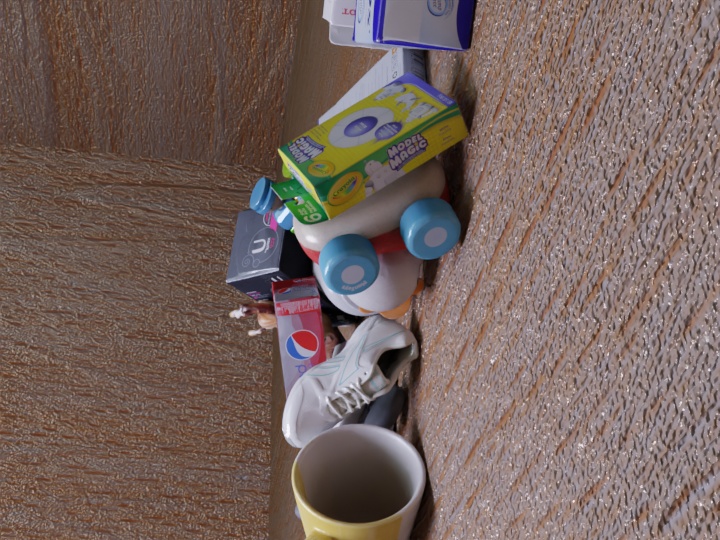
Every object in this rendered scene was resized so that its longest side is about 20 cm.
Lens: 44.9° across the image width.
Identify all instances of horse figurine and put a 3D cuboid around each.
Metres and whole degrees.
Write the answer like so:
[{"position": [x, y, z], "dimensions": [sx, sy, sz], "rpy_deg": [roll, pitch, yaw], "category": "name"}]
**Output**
[{"position": [-0.104, 0.081, 1.290], "dimensions": [0.132, 0.198, 0.050], "rpy_deg": [-28, 47, 57], "category": "horse figurine"}]

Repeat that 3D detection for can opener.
[{"position": [-0.016, 0.224, 1.087], "dimensions": [0.066, 0.052, 0.201], "rpy_deg": [20, 79, 51], "category": "can opener"}]

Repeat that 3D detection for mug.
[{"position": [-0.019, 0.289, 1.000], "dimensions": [0.150, 0.185, 0.154], "rpy_deg": [49, 147, 46], "category": "mug"}]

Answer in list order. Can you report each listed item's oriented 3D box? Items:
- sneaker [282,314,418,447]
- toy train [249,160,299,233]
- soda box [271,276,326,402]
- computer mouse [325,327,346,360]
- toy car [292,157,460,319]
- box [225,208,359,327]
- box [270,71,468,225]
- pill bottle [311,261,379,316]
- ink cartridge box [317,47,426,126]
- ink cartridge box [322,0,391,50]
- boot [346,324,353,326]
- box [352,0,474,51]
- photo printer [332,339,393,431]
[{"position": [-0.012, 0.133, 1.037], "dimensions": [0.071, 0.200, 0.080], "rpy_deg": [53, 163, -30], "category": "sneaker"}, {"position": [-0.041, -0.120, 1.058], "dimensions": [0.200, 0.115, 0.085], "rpy_deg": [-45, 38, 36], "category": "toy train"}, {"position": [-0.080, 0.114, 1.206], "dimensions": [0.070, 0.063, 0.202], "rpy_deg": [-111, 15, -66], "category": "soda box"}, {"position": [-0.061, 0.127, 1.427], "dimensions": [0.201, 0.052, 0.139], "rpy_deg": [55, 152, 34], "category": "computer mouse"}, {"position": [0.032, -0.025, 0.993], "dimensions": [0.185, 0.175, 0.201], "rpy_deg": [-112, -2, -47], "category": "toy car"}, {"position": [-0.091, -0.004, 1.310], "dimensions": [0.105, 0.200, 0.123], "rpy_deg": [-12, 59, 33], "category": "box"}, {"position": [-0.001, -0.129, 0.920], "dimensions": [0.117, 0.199, 0.049], "rpy_deg": [47, 169, 53], "category": "box"}, {"position": [0.000, 0.000, 1.160], "dimensions": [0.200, 0.113, 0.116], "rpy_deg": [-150, 64, -80], "category": "pill bottle"}, {"position": [0.015, -0.170, 1.148], "dimensions": [0.200, 0.047, 0.200], "rpy_deg": [-38, 46, 46], "category": "ink cartridge box"}, {"position": [0.022, -0.402, 1.165], "dimensions": [0.125, 0.127, 0.202], "rpy_deg": [-111, 28, -69], "category": "ink cartridge box"}, {"position": [-0.028, 0.037, 1.480], "dimensions": [0.200, 0.072, 0.091], "rpy_deg": [145, 137, -67], "category": "boot"}, {"position": [0.061, -0.346, 0.984], "dimensions": [0.200, 0.104, 0.186], "rpy_deg": [-122, 37, -73], "category": "box"}, {"position": [-0.003, 0.179, 1.231], "dimensions": [0.200, 0.069, 0.168], "rpy_deg": [142, 131, -77], "category": "photo printer"}]
